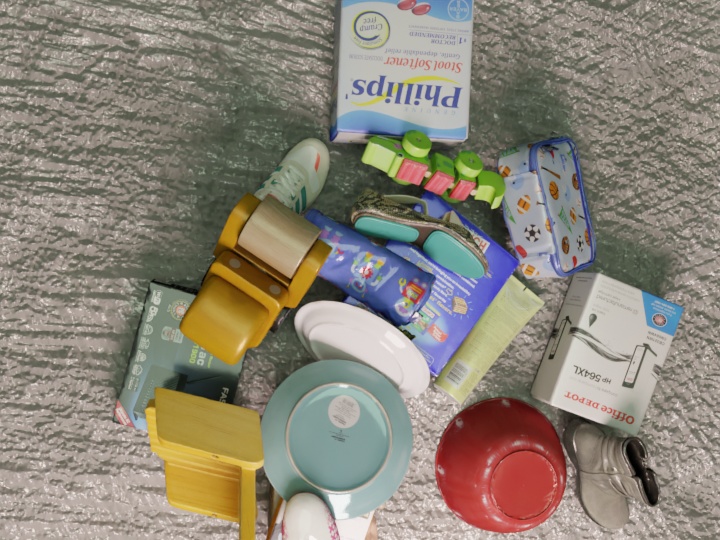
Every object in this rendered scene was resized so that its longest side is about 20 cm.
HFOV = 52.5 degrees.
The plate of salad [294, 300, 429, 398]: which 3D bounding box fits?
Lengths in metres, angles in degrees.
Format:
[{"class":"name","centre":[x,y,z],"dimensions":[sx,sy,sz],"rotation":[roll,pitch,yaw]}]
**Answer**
[{"class":"plate of salad","centre":[0.004,0.102,0.979],"dimensions":[0.200,0.200,0.048],"rotation":[36,55,-6]}]

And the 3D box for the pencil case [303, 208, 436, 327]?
[{"class":"pencil case","centre":[0.000,0.000,0.952],"dimensions":[0.199,0.078,0.087],"rotation":[30,94,5]}]

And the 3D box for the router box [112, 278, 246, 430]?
[{"class":"router box","centre":[-0.237,0.127,0.999],"dimensions":[0.149,0.062,0.201],"rotation":[15,89,-9]}]

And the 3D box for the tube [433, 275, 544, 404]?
[{"class":"tube","centre":[0.185,0.102,1.065],"dimensions":[0.200,0.052,0.058],"rotation":[-53,138,-7]}]

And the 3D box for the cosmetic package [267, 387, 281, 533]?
[{"class":"cosmetic package","centre":[-0.078,0.269,1.003],"dimensions":[0.087,0.103,0.201],"rotation":[3,92,-9]}]

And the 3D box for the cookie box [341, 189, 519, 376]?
[{"class":"cookie box","centre":[0.097,0.018,1.033],"dimensions":[0.171,0.075,0.200],"rotation":[38,86,-3]}]

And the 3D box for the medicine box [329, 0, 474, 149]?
[{"class":"medicine box","centre":[0.054,-0.276,1.010],"dimensions":[0.181,0.103,0.201],"rotation":[2,90,-7]}]

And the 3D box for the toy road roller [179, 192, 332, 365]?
[{"class":"toy road roller","centre":[-0.136,0.022,0.886],"dimensions":[0.123,0.200,0.146],"rotation":[33,43,-2]}]

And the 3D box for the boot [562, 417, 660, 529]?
[{"class":"boot","centre":[0.367,0.308,1.032],"dimensions":[0.068,0.131,0.201],"rotation":[-32,109,-19]}]

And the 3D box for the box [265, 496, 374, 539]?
[{"class":"box","centre":[-0.055,0.335,0.939],"dimensions":[0.119,0.041,0.201],"rotation":[20,86,-8]}]

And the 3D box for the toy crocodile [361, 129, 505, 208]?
[{"class":"toy crocodile","centre":[0.098,-0.130,0.970],"dimensions":[0.199,0.068,0.062],"rotation":[17,45,-16]}]

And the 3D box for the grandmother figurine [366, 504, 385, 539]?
[{"class":"grandmother figurine","centre":[-0.002,0.316,1.019],"dimensions":[0.060,0.121,0.201],"rotation":[-4,76,18]}]

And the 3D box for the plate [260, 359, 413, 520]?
[{"class":"plate","centre":[-0.028,0.210,0.920],"dimensions":[0.199,0.026,0.201],"rotation":[3,74,-9]}]

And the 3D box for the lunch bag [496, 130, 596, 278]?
[{"class":"lunch bag","centre":[0.269,-0.093,1.029],"dimensions":[0.160,0.075,0.201],"rotation":[-15,96,-47]}]

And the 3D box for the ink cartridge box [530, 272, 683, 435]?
[{"class":"ink cartridge box","centre":[0.358,0.120,1.066],"dimensions":[0.145,0.084,0.201],"rotation":[21,88,-8]}]

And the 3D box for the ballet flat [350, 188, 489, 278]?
[{"class":"ballet flat","centre":[0.085,-0.059,0.965],"dimensions":[0.199,0.068,0.076],"rotation":[22,56,-9]}]

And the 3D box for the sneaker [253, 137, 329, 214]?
[{"class":"sneaker","centre":[-0.106,-0.097,0.996],"dimensions":[0.070,0.093,0.200],"rotation":[38,86,-6]}]

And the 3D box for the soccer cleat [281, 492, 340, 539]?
[{"class":"soccer cleat","centre":[-0.055,0.368,0.865],"dimensions":[0.070,0.086,0.201],"rotation":[-5,100,-3]}]

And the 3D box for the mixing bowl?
[{"class":"mixing bowl","centre":[0.214,0.290,1.039],"dimensions":[0.199,0.108,0.201],"rotation":[0,91,-7]}]

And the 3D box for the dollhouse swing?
[{"class":"dollhouse swing","centre":[-0.196,0.282,0.886],"dimensions":[0.181,0.200,0.176],"rotation":[14,52,-1]}]
